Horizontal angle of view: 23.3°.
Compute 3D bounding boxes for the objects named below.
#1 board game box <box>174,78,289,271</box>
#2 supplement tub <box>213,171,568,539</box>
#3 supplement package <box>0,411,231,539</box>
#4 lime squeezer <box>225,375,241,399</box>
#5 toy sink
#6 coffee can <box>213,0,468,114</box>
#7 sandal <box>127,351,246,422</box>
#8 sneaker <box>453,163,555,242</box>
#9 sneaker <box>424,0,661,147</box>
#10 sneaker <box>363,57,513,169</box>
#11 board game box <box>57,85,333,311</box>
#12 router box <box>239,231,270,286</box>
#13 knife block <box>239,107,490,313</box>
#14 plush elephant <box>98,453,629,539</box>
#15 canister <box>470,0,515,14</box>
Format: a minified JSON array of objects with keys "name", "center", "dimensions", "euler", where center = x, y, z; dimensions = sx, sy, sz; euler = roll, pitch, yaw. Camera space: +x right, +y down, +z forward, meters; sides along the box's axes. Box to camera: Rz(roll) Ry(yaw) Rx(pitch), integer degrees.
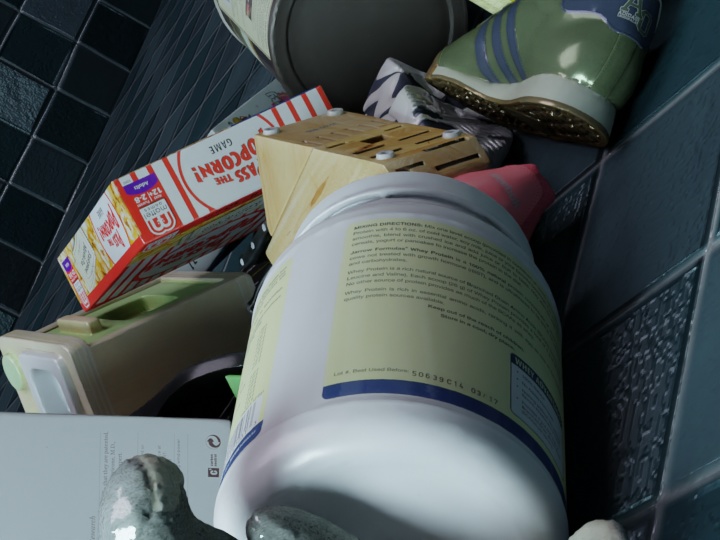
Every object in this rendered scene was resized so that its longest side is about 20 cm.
[{"name":"board game box","center":[-0.084,-0.089,1.436],"dimensions":[0.148,0.064,0.200],"euler":[-51,-3,39]},{"name":"supplement tub","center":[0.018,0.060,0.773],"dimensions":[0.145,0.145,0.200],"euler":[-53,17,32]},{"name":"supplement package","center":[-0.176,0.188,0.945],"dimensions":[0.147,0.200,0.192],"euler":[117,154,-63]},{"name":"lime squeezer","center":[-0.042,0.157,0.961],"dimensions":[0.038,0.070,0.200],"euler":[128,143,-80]},{"name":"toy sink","center":[-0.171,0.081,1.208],"dimensions":[0.200,0.112,0.130],"euler":[-26,14,-29]},{"name":"coffee can","center":[-0.021,-0.203,1.311],"dimensions":[0.146,0.146,0.200],"euler":[-59,26,11]},{"name":"sandal","center":[-0.110,0.107,1.045],"dimensions":[0.200,0.075,0.045],"euler":[-31,49,26]},{"name":"sneaker","center":[0.052,0.009,0.945],"dimensions":[0.087,0.074,0.200],"euler":[-26,-17,-27]},{"name":"sneaker","center":[0.106,-0.125,0.973],"dimensions":[0.090,0.067,0.200],"euler":[-61,20,0]},{"name":"sneaker","center":[0.026,-0.051,1.093],"dimensions":[0.130,0.079,0.199],"euler":[-66,20,13]},{"name":"board game box","center":[-0.108,-0.043,1.145],"dimensions":[0.151,0.046,0.200],"euler":[-27,-3,-22]},{"name":"router box","center":[-0.039,-0.007,1.275],"dimensions":[0.200,0.051,0.149],"euler":[-35,32,61]},{"name":"knife block","center":[0.000,0.000,1.022],"dimensions":[0.200,0.064,0.176],"euler":[17,121,54]},{"name":"plush elephant","center":[0.019,0.153,0.618],"dimensions":[0.155,0.200,0.165],"euler":[-26,47,29]},{"name":"canister","center":[0.072,-0.229,1.000],"dimensions":[0.149,0.200,0.087],"euler":[-51,18,34]}]
